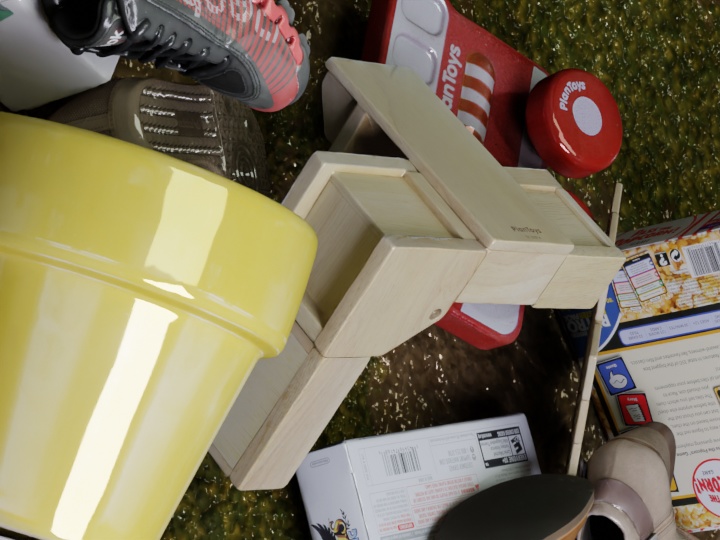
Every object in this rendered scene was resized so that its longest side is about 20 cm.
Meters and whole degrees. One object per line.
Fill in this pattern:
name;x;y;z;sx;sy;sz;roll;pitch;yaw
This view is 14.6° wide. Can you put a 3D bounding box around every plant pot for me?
plant pot;-0.141;0.042;1.398;0.200;0.200;0.190;24;79;-42

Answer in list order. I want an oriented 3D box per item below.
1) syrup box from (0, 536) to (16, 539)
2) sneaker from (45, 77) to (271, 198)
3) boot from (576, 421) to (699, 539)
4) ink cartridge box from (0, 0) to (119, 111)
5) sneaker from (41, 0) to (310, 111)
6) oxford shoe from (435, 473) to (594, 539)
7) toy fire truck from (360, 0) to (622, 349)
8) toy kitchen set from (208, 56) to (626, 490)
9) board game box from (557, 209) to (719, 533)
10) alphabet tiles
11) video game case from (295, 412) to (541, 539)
syrup box;-0.128;0.195;1.388;0.199;0.081;0.079;19;67;-19
sneaker;-0.114;-0.068;1.543;0.200;0.075;0.071;23;59;-68
boot;0.167;0.193;1.740;0.146;0.070;0.201;-49;134;-59
ink cartridge box;-0.197;-0.201;1.464;0.200;0.084;0.147;41;53;-34
sneaker;-0.106;-0.134;1.434;0.200;0.071;0.098;43;53;-32
oxford shoe;0.077;0.179;1.600;0.200;0.071;0.072;-41;130;-50
toy fire truck;0.057;-0.062;1.698;0.168;0.112;0.201;29;59;-30
toy kitchen set;0.000;0.000;1.591;0.199;0.181;0.163;2;39;-47
board game box;0.219;0.068;1.810;0.046;0.151;0.201;-33;106;-47
alphabet tiles;0.140;0.055;1.723;0.167;0.006;0.201;-76;174;-53
video game case;0.052;0.183;1.646;0.200;0.045;0.182;-4;76;-55
